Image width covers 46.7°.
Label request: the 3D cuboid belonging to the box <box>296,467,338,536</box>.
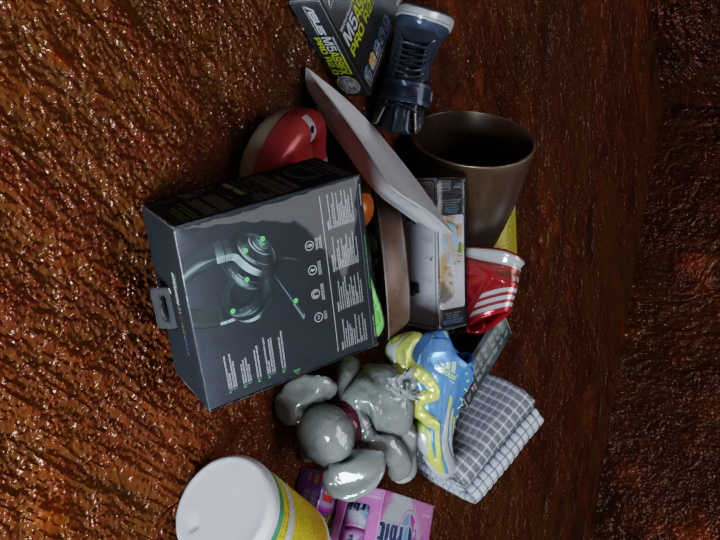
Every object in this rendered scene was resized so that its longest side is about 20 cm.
[{"bbox_3d":[-0.035,0.347,1.079,0.200,0.038,0.140,46,54,-56],"label":"box"}]

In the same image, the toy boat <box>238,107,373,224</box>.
[{"bbox_3d":[-0.045,-0.072,0.892,0.131,0.128,0.204,-51,137,-48],"label":"toy boat"}]

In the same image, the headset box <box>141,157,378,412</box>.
[{"bbox_3d":[-0.094,0.009,0.774,0.197,0.092,0.178,-20,115,-27],"label":"headset box"}]

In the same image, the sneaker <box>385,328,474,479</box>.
[{"bbox_3d":[0.107,0.164,1.049,0.076,0.103,0.204,-102,172,-72],"label":"sneaker"}]

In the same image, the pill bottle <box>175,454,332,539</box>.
[{"bbox_3d":[-0.097,0.281,0.869,0.201,0.111,0.115,57,46,-51],"label":"pill bottle"}]

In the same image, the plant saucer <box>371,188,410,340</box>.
[{"bbox_3d":[0.040,-0.014,1.071,0.200,0.034,0.205,175,-90,-89],"label":"plant saucer"}]

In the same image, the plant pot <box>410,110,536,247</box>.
[{"bbox_3d":[0.157,-0.109,1.260,0.187,0.183,0.204,-47,148,-50],"label":"plant pot"}]

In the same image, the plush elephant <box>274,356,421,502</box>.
[{"bbox_3d":[-0.015,0.187,0.994,0.167,0.152,0.201,62,-19,18],"label":"plush elephant"}]

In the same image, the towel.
[{"bbox_3d":[0.139,0.221,1.202,0.166,0.198,0.086,-47,123,-19],"label":"towel"}]

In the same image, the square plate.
[{"bbox_3d":[0.020,-0.134,1.007,0.200,0.028,0.199,56,14,25],"label":"square plate"}]

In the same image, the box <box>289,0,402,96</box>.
[{"bbox_3d":[-0.006,-0.343,1.017,0.161,0.043,0.203,55,47,-53],"label":"box"}]

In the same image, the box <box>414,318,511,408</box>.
[{"bbox_3d":[0.115,0.137,1.206,0.200,0.157,0.047,-45,112,-50],"label":"box"}]

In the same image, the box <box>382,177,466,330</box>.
[{"bbox_3d":[0.086,-0.026,1.155,0.059,0.115,0.205,-6,97,-40],"label":"box"}]

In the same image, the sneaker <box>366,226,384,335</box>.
[{"bbox_3d":[0.000,0.000,1.054,0.084,0.075,0.204,-50,139,-48],"label":"sneaker"}]

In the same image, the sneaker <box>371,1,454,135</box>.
[{"bbox_3d":[0.064,-0.253,1.073,0.202,0.075,0.150,-64,169,-88],"label":"sneaker"}]

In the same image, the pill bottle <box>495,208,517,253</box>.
[{"bbox_3d":[0.209,-0.054,1.412,0.112,0.110,0.205,-37,126,-55],"label":"pill bottle"}]

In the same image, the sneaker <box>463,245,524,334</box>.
[{"bbox_3d":[0.132,0.024,1.187,0.078,0.197,0.118,25,75,-45],"label":"sneaker"}]

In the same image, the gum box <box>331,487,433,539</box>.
[{"bbox_3d":[0.027,0.349,1.084,0.200,0.065,0.116,41,57,-58],"label":"gum box"}]
